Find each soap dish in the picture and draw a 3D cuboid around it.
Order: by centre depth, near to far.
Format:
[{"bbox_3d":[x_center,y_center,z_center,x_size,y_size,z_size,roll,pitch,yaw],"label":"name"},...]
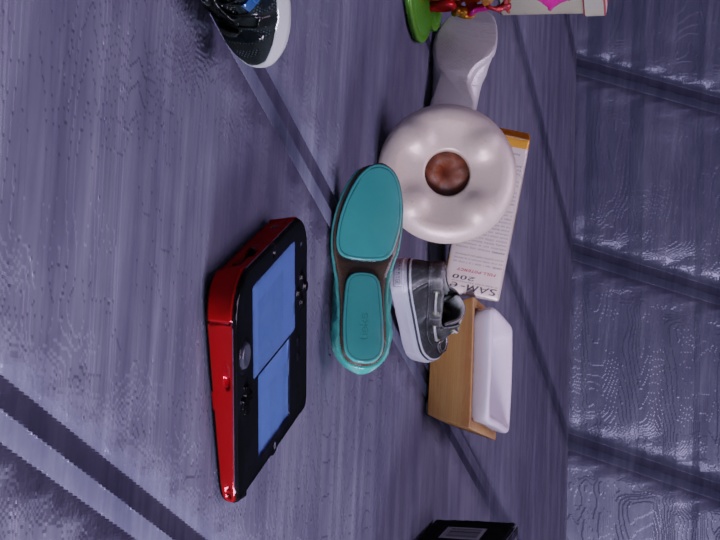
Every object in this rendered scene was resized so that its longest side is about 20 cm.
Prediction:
[{"bbox_3d":[0.137,0.124,2.067,0.200,0.081,0.158,36,56,-73],"label":"soap dish"}]

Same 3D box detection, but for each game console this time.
[{"bbox_3d":[-0.074,0.062,1.296,0.200,0.031,0.177,-51,139,-68],"label":"game console"}]

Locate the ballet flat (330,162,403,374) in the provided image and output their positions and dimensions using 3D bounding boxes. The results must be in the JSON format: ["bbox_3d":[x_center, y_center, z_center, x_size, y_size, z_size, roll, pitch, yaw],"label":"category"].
[{"bbox_3d":[0.000,0.000,1.561,0.070,0.067,0.201,131,-35,-73],"label":"ballet flat"}]

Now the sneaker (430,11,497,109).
[{"bbox_3d":[0.118,-0.225,2.029,0.089,0.075,0.200,88,16,-63],"label":"sneaker"}]

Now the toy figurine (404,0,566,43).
[{"bbox_3d":[0.158,-0.332,1.917,0.200,0.183,0.151,31,61,-75],"label":"toy figurine"}]

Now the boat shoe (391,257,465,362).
[{"bbox_3d":[0.081,0.050,1.852,0.200,0.071,0.072,65,29,-62],"label":"boat shoe"}]

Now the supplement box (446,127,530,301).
[{"bbox_3d":[0.154,-0.073,2.043,0.126,0.073,0.201,-55,155,-81],"label":"supplement box"}]

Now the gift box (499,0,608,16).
[{"bbox_3d":[0.307,-0.492,2.523,0.200,0.186,0.185,71,24,-52],"label":"gift box"}]

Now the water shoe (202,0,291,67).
[{"bbox_3d":[-0.103,-0.214,1.131,0.079,0.071,0.200,-44,141,-32],"label":"water shoe"}]

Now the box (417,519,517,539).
[{"bbox_3d":[0.125,0.410,1.977,0.148,0.107,0.201,-15,106,-77],"label":"box"}]

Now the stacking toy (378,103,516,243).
[{"bbox_3d":[0.088,-0.096,1.813,0.200,0.146,0.147,112,-20,-86],"label":"stacking toy"}]
